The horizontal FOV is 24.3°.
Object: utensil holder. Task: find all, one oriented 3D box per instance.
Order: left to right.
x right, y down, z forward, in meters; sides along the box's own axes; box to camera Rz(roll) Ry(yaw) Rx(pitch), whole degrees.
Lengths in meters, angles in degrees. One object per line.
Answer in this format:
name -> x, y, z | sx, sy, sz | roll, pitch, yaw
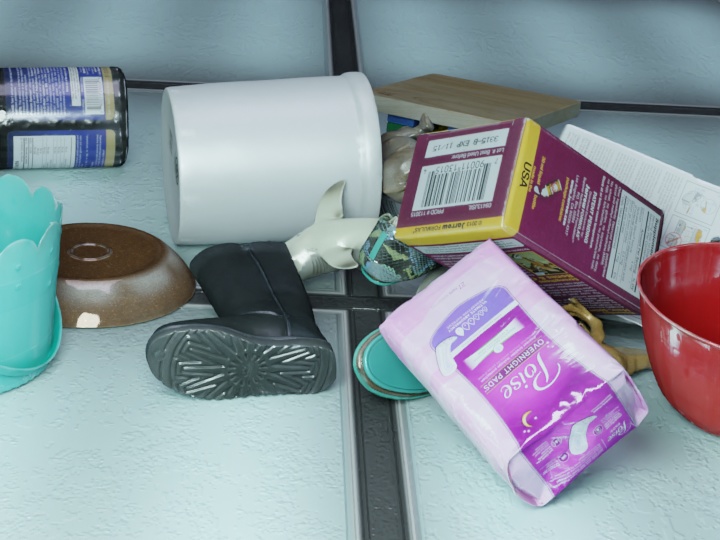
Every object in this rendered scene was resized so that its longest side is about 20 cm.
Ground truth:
utensil holder -> -0.092, -0.109, 1.675 | 0.199, 0.171, 0.170 | -5, 24, -13

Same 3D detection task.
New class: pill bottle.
pill bottle -> -0.359, -0.168, 1.841 | 0.199, 0.112, 0.112 | -2, 23, -14

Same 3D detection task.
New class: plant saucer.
plant saucer -> -0.253, -0.003, 1.567 | 0.199, 0.037, 0.201 | 4, 23, -2

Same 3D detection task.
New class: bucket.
bucket -> -0.344, 0.011, 1.389 | 0.206, 0.136, 0.207 | 2, 23, -1

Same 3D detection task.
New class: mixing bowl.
mixing bowl -> 0.317, 0.069, 1.375 | 0.199, 0.109, 0.200 | 6, 28, -3

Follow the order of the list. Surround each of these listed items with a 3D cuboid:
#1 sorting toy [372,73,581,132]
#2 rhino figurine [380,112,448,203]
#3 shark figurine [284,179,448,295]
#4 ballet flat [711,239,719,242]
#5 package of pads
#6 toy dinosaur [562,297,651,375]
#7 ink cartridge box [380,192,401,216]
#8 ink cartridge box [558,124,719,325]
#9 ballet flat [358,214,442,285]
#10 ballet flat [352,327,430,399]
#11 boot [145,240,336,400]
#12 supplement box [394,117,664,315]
sorting toy -> 0.128, -0.170, 1.960 | 0.199, 0.070, 0.199 | 14, 19, 25
rhino figurine -> 0.043, -0.116, 1.702 | 0.087, 0.060, 0.200 | -34, 19, -2
shark figurine -> 0.021, -0.008, 1.577 | 0.213, 0.090, 0.129 | 7, 55, 28
ballet flat -> 0.323, 0.004, 1.611 | 0.199, 0.068, 0.075 | -1, 39, -17
package of pads -> 0.114, 0.074, 1.287 | 0.120, 0.076, 0.200 | -40, 46, -2
toy dinosaur -> 0.211, 0.078, 1.441 | 0.199, 0.060, 0.106 | -12, 59, -41
ink cartridge box -> 0.133, -0.101, 1.709 | 0.200, 0.043, 0.196 | -32, 20, -20
ink cartridge box -> 0.251, -0.026, 1.573 | 0.199, 0.163, 0.057 | 24, -15, 6
ballet flat -> 0.081, -0.043, 1.502 | 0.074, 0.075, 0.200 | 21, 32, 35
ballet flat -> 0.060, 0.067, 1.429 | 0.199, 0.068, 0.070 | -15, 5, -37
boot -> -0.118, 0.032, 1.447 | 0.164, 0.066, 0.200 | 9, 28, -21
supplement box -> 0.148, -0.040, 1.438 | 0.131, 0.104, 0.200 | -5, -26, 46
